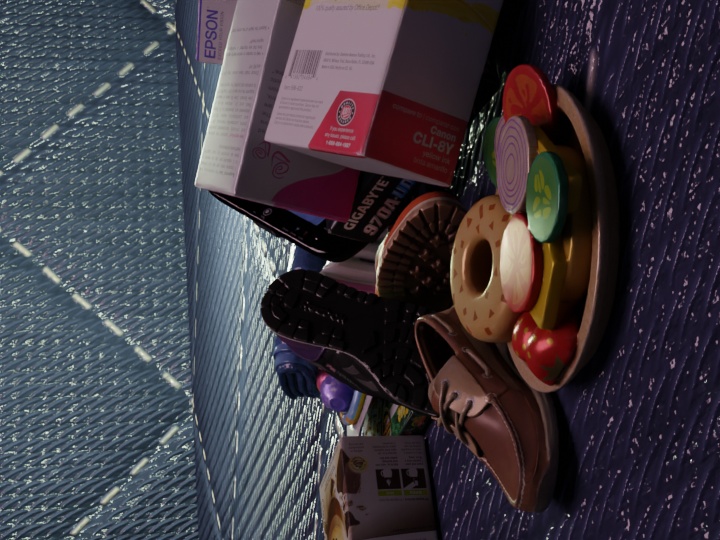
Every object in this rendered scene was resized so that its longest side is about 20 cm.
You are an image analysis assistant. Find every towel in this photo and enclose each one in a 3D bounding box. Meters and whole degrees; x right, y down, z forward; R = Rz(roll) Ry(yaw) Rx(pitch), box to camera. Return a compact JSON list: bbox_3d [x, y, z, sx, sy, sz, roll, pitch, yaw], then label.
[{"bbox_3d":[-0.050,0.020,1.447,0.112,0.048,0.200,79,-160,-67],"label":"towel"}]

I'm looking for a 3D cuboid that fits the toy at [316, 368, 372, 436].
[{"bbox_3d":[-0.015,0.089,1.393,0.200,0.047,0.115,-84,8,-57],"label":"toy"}]

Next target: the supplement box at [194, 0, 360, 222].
[{"bbox_3d":[-0.049,-0.148,1.146,0.103,0.101,0.201,14,90,64],"label":"supplement box"}]

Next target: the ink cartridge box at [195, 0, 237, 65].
[{"bbox_3d":[-0.036,-0.257,1.238,0.043,0.199,0.199,-70,-10,-59],"label":"ink cartridge box"}]

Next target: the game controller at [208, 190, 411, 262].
[{"bbox_3d":[-0.048,-0.071,1.272,0.200,0.104,0.042,29,143,42],"label":"game controller"}]

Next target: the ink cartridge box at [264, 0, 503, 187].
[{"bbox_3d":[0.023,-0.172,1.036,0.145,0.083,0.201,17,91,58],"label":"ink cartridge box"}]

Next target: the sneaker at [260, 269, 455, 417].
[{"bbox_3d":[0.021,0.066,1.135,0.076,0.200,0.088,-55,-27,-16],"label":"sneaker"}]

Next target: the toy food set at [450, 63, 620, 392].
[{"bbox_3d":[0.108,-0.024,0.916,0.200,0.049,0.198,-113,27,-61],"label":"toy food set"}]

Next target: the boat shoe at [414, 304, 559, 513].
[{"bbox_3d":[0.081,0.092,0.989,0.200,0.072,0.076,-110,24,-58],"label":"boat shoe"}]

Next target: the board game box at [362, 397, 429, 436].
[{"bbox_3d":[0.030,0.118,1.337,0.200,0.023,0.105,112,157,-62],"label":"board game box"}]

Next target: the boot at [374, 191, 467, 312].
[{"bbox_3d":[0.043,-0.015,1.173,0.200,0.075,0.107,105,166,-53],"label":"boot"}]

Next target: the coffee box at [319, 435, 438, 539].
[{"bbox_3d":[0.019,0.256,1.256,0.113,0.080,0.200,109,157,-56],"label":"coffee box"}]

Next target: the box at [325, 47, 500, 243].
[{"bbox_3d":[0.029,-0.143,1.157,0.200,0.046,0.159,-51,37,42],"label":"box"}]

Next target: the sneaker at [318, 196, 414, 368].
[{"bbox_3d":[0.000,0.000,1.319,0.088,0.080,0.201,103,-178,-75],"label":"sneaker"}]
